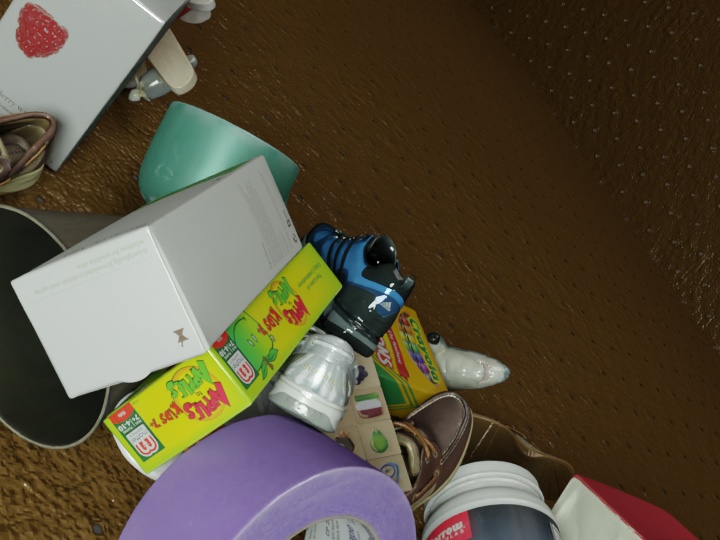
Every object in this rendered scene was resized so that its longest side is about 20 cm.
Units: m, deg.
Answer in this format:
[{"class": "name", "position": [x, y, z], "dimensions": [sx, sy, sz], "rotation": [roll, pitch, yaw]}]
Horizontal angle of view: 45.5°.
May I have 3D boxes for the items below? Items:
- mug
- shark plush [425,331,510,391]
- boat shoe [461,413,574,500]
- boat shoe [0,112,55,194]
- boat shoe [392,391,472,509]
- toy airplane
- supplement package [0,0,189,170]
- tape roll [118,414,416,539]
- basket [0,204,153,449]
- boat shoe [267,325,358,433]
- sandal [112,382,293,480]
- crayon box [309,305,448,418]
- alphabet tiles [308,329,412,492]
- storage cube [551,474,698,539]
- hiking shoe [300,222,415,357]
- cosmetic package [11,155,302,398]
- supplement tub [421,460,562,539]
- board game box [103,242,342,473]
[{"class": "mug", "position": [-0.144, -0.084, 0.916], "dimensions": [0.184, 0.115, 0.152], "rotation": [29, -4, -29]}, {"class": "shark plush", "position": [0.105, 0.125, 1.038], "dimensions": [0.082, 0.200, 0.092], "rotation": [-7, 79, -15]}, {"class": "boat shoe", "position": [0.178, 0.228, 1.089], "dimensions": [0.198, 0.073, 0.072], "rotation": [25, 2, -20]}, {"class": "boat shoe", "position": [-0.319, -0.092, 0.697], "dimensions": [0.072, 0.072, 0.200], "rotation": [48, 26, 1]}, {"class": "boat shoe", "position": [0.044, 0.179, 0.805], "dimensions": [0.072, 0.072, 0.200], "rotation": [37, 56, 21]}, {"class": "toy airplane", "position": [-0.265, -0.283, 1.012], "dimensions": [0.197, 0.142, 0.201], "rotation": [13, 45, 1]}, {"class": "supplement package", "position": [-0.277, -0.224, 0.839], "dimensions": [0.121, 0.200, 0.120], "rotation": [38, 27, -17]}, {"class": "tape roll", "position": [-0.060, 0.205, 0.567], "dimensions": [0.085, 0.202, 0.199], "rotation": [21, 2, 44]}, {"class": "basket", "position": [-0.203, 0.024, 0.693], "dimensions": [0.182, 0.135, 0.200], "rotation": [63, 22, 1]}, {"class": "boat shoe", "position": [-0.032, 0.076, 0.680], "dimensions": [0.074, 0.065, 0.202], "rotation": [28, -2, 0]}, {"class": "sandal", "position": [-0.116, 0.133, 0.675], "dimensions": [0.206, 0.059, 0.080], "rotation": [4, 55, -55]}, {"class": "crayon box", "position": [0.022, 0.086, 0.913], "dimensions": [0.199, 0.051, 0.128], "rotation": [26, 33, -46]}, {"class": "alphabet tiles", "position": [-0.070, 0.132, 0.749], "dimensions": [0.198, 0.008, 0.169], "rotation": [-7, 58, -17]}, {"class": "storage cube", "position": [0.276, 0.347, 0.888], "dimensions": [0.179, 0.172, 0.200], "rotation": [27, 10, -35]}, {"class": "hiking shoe", "position": [0.000, 0.000, 0.799], "dimensions": [0.074, 0.087, 0.200], "rotation": [38, 12, -30]}, {"class": "cosmetic package", "position": [-0.124, -0.004, 0.584], "dimensions": [0.200, 0.107, 0.086], "rotation": [-56, 125, -69]}, {"class": "supplement tub", "position": [0.131, 0.299, 0.813], "dimensions": [0.140, 0.140, 0.201], "rotation": [33, 29, -27]}, {"class": "board game box", "position": [-0.090, 0.055, 0.626], "dimensions": [0.048, 0.101, 0.200], "rotation": [52, 24, -7]}]
